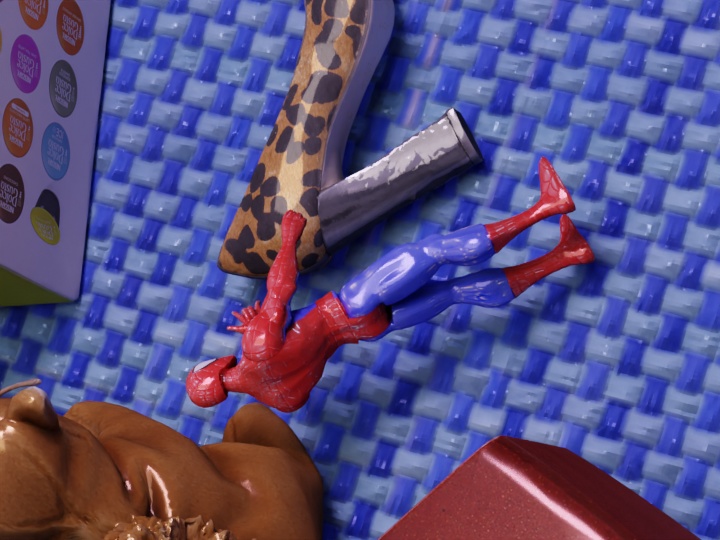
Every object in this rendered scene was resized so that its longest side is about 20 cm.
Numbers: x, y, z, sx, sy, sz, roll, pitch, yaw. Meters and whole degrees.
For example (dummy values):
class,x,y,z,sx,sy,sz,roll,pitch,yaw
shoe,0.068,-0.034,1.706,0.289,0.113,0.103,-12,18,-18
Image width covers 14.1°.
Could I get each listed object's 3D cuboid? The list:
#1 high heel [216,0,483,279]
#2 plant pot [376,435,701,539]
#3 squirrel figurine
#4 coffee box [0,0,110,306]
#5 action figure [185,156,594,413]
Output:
class,x,y,z,sx,sy,sz,roll,pitch,yaw
high heel,-0.044,-0.100,1.446,0.142,0.071,0.200,-31,72,8
plant pot,0.076,0.179,1.202,0.200,0.200,0.176,-43,75,9
squirrel figurine,-0.103,0.125,1.317,0.142,0.186,0.200,-51,40,6
coffee box,-0.266,-0.096,1.485,0.199,0.200,0.199,-2,73,26
action figure,0.000,0.000,1.381,0.200,0.065,0.099,-28,44,-4
